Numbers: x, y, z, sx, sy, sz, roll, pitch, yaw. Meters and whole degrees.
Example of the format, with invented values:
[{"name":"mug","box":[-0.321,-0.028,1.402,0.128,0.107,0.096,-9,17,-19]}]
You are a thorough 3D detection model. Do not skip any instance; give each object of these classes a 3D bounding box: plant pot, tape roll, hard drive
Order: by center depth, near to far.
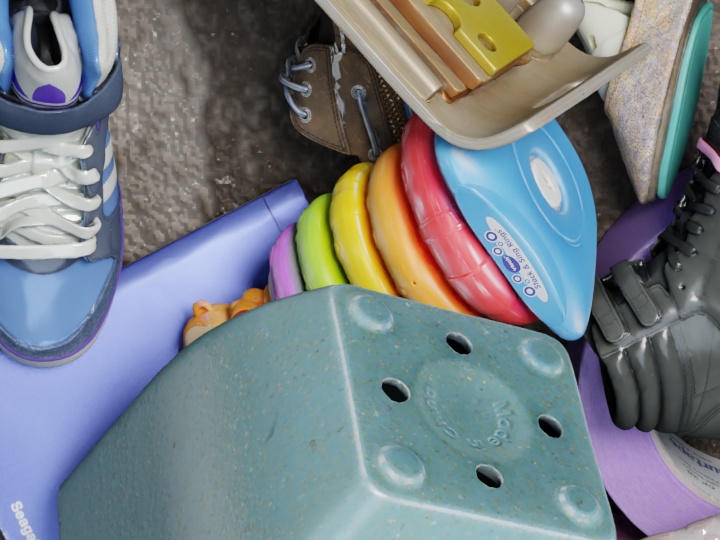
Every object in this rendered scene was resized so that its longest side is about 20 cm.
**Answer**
[{"name":"plant pot","box":[0.004,0.121,1.049,0.195,0.197,0.200,15,130,-24]},{"name":"hard drive","box":[-0.089,0.061,1.178,0.200,0.025,0.132,-28,95,-8]},{"name":"tape roll","box":[0.201,0.045,1.196,0.199,0.066,0.201,0,109,-1]}]

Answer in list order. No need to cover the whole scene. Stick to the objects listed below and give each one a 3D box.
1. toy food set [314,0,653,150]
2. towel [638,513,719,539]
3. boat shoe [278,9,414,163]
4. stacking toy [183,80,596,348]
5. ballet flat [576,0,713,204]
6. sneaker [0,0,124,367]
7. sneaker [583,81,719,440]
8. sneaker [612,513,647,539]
[{"name":"toy food set","box":[0.032,-0.148,1.062,0.200,0.143,0.060,49,123,4]},{"name":"towel","box":[0.181,0.177,1.190,0.199,0.032,0.191,-20,137,1]},{"name":"boat shoe","box":[0.002,-0.085,1.146,0.072,0.072,0.200,-23,107,8]},{"name":"stacking toy","box":[0.000,0.000,1.112,0.200,0.110,0.116,-25,116,24]},{"name":"ballet flat","box":[0.136,-0.133,1.144,0.067,0.068,0.201,17,103,14]},{"name":"sneaker","box":[-0.144,-0.057,1.089,0.080,0.146,0.201,1,88,-5]},{"name":"sneaker","box":[0.146,-0.009,1.105,0.099,0.071,0.201,-5,112,-4]},{"name":"sneaker","box":[0.064,0.181,1.237,0.199,0.081,0.089,-5,125,4]}]
